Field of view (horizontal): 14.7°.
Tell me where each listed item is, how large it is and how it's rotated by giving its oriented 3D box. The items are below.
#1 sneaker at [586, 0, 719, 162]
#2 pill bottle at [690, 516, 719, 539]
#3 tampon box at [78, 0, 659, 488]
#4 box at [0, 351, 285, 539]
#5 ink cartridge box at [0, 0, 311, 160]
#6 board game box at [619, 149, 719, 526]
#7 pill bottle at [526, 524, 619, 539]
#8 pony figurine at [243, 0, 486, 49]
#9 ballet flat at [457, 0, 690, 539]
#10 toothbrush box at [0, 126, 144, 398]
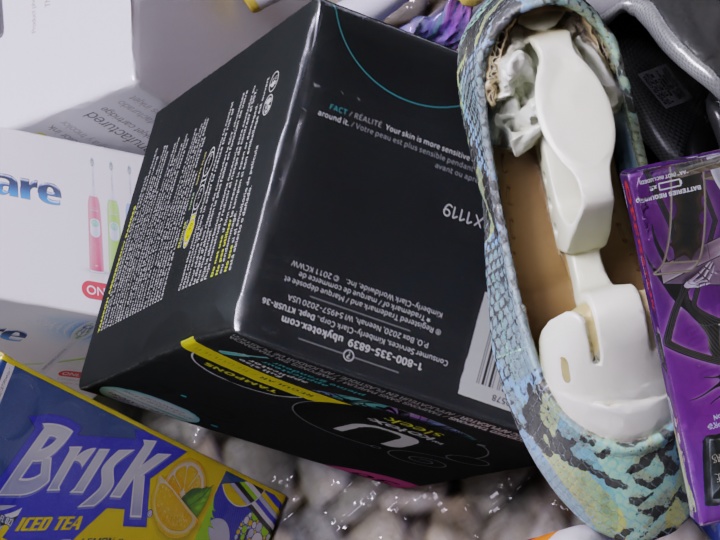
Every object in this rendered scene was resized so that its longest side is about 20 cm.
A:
[{"bbox_3d":[0.165,-0.057,1.014,0.200,0.075,0.116,24,45,2],"label":"sneaker"},{"bbox_3d":[0.182,0.081,0.987,0.112,0.112,0.200,-45,52,11],"label":"pill bottle"},{"bbox_3d":[0.000,0.000,1.071,0.200,0.150,0.126,157,130,-68],"label":"tampon box"},{"bbox_3d":[-0.118,0.088,1.136,0.064,0.200,0.070,14,79,37],"label":"box"},{"bbox_3d":[-0.140,-0.092,1.263,0.200,0.147,0.146,-18,62,29],"label":"ink cartridge box"},{"bbox_3d":[0.195,0.005,0.912,0.200,0.032,0.120,-13,97,0],"label":"board game box"},{"bbox_3d":[0.015,0.170,1.008,0.200,0.110,0.110,-21,60,26],"label":"pill bottle"},{"bbox_3d":[0.055,-0.138,1.147,0.200,0.167,0.193,-34,24,0],"label":"pony figurine"},{"bbox_3d":[0.076,-0.004,0.954,0.074,0.074,0.200,-19,85,28],"label":"ballet flat"},{"bbox_3d":[-0.190,0.017,1.208,0.200,0.145,0.086,-39,48,48],"label":"toothbrush box"}]
